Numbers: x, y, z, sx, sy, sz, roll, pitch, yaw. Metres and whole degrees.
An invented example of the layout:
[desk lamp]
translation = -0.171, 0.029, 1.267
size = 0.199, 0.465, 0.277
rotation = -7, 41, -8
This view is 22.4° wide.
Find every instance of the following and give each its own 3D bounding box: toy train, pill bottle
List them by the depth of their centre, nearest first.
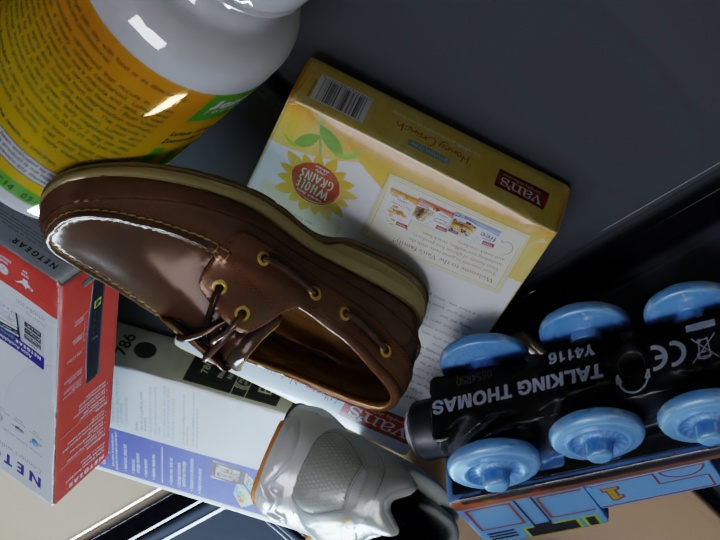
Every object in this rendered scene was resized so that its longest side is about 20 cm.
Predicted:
[pill bottle]
translation = -0.097, -0.112, 0.821
size = 0.111, 0.111, 0.200
rotation = 41, 134, -15
[toy train]
translation = 0.125, 0.070, 0.898
size = 0.200, 0.087, 0.114
rotation = -15, 146, 20

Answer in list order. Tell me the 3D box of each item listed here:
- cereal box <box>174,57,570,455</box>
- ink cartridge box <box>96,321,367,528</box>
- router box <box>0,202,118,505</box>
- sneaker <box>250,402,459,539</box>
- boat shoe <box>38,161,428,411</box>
[cereal box]
translation = 0.000, 0.000, 0.930
size = 0.144, 0.040, 0.200
rotation = 27, 136, -4
[ink cartridge box]
translation = -0.094, 0.089, 1.055
size = 0.200, 0.039, 0.100
rotation = 15, 134, 9
[router box]
translation = -0.222, 0.009, 0.991
size = 0.200, 0.049, 0.180
rotation = 31, 138, 20
[sneaker]
translation = 0.018, 0.138, 0.970
size = 0.092, 0.076, 0.200
rotation = 23, 171, 27
[boat shoe]
translation = -0.056, 0.009, 0.848
size = 0.200, 0.068, 0.072
rotation = 22, 141, -24
